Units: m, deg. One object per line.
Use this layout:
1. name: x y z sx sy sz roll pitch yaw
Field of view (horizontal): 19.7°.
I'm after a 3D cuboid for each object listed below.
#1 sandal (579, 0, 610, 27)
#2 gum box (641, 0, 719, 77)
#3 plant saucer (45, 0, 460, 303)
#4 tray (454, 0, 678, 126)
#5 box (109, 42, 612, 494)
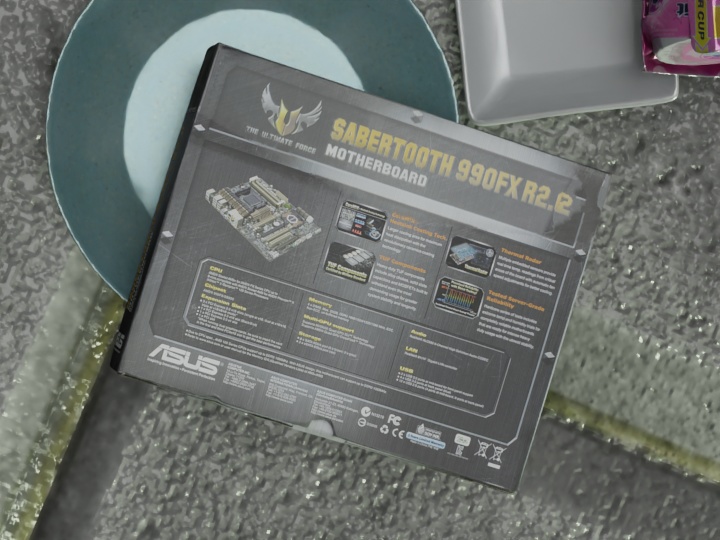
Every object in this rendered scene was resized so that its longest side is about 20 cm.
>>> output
1. sandal: 0.201 -0.173 1.036 0.199 0.045 0.076 -19 96 -8
2. gum box: 0.223 -0.151 0.988 0.198 0.066 0.115 1 86 -24
3. plant saucer: -0.052 -0.065 1.003 0.199 0.039 0.203 0 92 -9
4. tray: 0.095 -0.176 1.016 0.106 0.022 0.202 -6 89 14
5. box: 0.000 0.000 0.969 0.199 0.048 0.160 17 88 -10
